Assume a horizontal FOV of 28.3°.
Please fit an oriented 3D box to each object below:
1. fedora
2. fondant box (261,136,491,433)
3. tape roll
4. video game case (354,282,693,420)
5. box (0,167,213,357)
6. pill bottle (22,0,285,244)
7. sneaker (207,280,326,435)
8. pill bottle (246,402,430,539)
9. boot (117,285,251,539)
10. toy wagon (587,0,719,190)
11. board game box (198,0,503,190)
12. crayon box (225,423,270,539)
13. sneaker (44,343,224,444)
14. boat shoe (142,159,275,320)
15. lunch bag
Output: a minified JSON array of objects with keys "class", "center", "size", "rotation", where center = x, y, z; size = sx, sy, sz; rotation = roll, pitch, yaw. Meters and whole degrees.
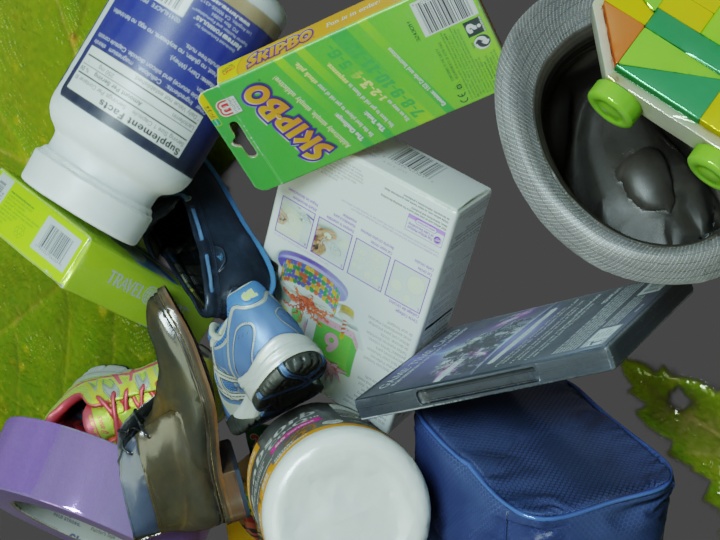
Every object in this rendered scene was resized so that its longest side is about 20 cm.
[{"class":"fedora","center":[0.174,-0.076,0.879],"size":[0.201,0.175,0.090],"rotation":[59,173,19]},{"class":"fondant box","center":[0.000,0.000,1.067],"size":[0.143,0.058,0.202],"rotation":[30,123,20]},{"class":"tape roll","center":[-0.225,0.197,1.225],"size":[0.198,0.066,0.201],"rotation":[19,159,8]},{"class":"video game case","center":[0.110,0.051,0.962],"size":[0.198,0.142,0.019],"rotation":[-17,99,37]},{"class":"box","center":[-0.198,-0.002,1.127],"size":[0.121,0.200,0.048],"rotation":[34,89,33]},{"class":"pill bottle","center":[-0.149,-0.127,1.011],"size":[0.115,0.116,0.201],"rotation":[32,91,17]},{"class":"sneaker","center":[-0.072,0.066,1.045],"size":[0.078,0.075,0.200],"rotation":[59,159,11]},{"class":"pill bottle","center":[-0.023,0.157,1.019],"size":[0.117,0.115,0.200],"rotation":[63,172,-6]},{"class":"boot","center":[-0.154,0.117,1.095],"size":[0.096,0.075,0.202],"rotation":[-18,107,-7]},{"class":"toy wagon","center":[0.232,-0.122,0.813],"size":[0.199,0.040,0.156],"rotation":[35,82,15]},{"class":"board game box","center":[-0.003,-0.127,0.960],"size":[0.198,0.030,0.096],"rotation":[-24,129,12]},{"class":"crayon box","center":[-0.049,0.234,1.207],"size":[0.126,0.051,0.203],"rotation":[3,111,33]},{"class":"sneaker","center":[-0.193,0.121,1.227],"size":[0.198,0.090,0.079],"rotation":[-16,100,36]},{"class":"boat shoe","center":[-0.137,-0.040,1.098],"size":[0.200,0.068,0.085],"rotation":[45,133,39]},{"class":"lunch bag","center":[0.115,0.169,0.990],"size":[0.200,0.134,0.134],"rotation":[-136,43,-58]}]
